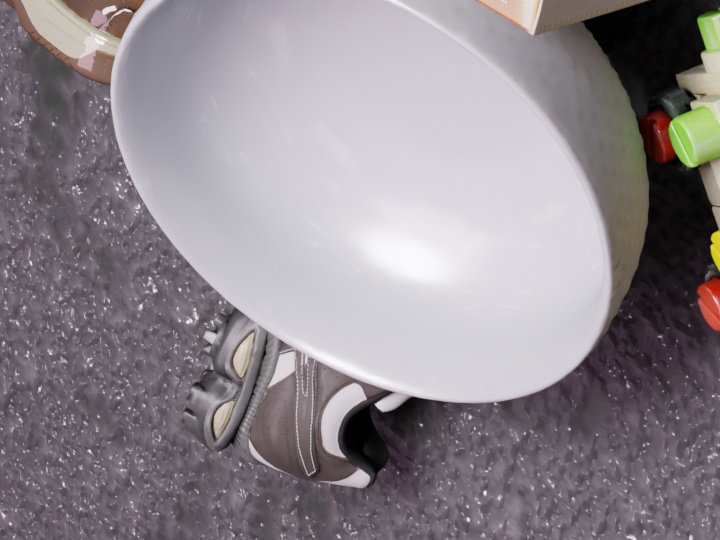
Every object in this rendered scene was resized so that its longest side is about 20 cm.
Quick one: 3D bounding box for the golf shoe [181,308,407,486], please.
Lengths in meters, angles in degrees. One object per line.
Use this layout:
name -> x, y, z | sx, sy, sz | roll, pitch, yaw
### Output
golf shoe -> 0.000, 0.000, 1.064 | 0.094, 0.078, 0.201 | 26, 124, 10

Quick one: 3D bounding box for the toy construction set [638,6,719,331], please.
toy construction set -> 0.157, -0.020, 0.858 | 0.131, 0.092, 0.201 | -169, 72, -73

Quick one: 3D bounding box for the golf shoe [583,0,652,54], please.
golf shoe -> 0.023, -0.133, 0.990 | 0.199, 0.094, 0.078 | 27, 89, 14

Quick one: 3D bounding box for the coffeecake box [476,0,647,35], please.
coffeecake box -> 0.045, -0.165, 0.876 | 0.200, 0.153, 0.073 | 35, 128, 35

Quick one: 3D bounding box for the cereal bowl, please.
cereal bowl -> 0.016, -0.051, 0.926 | 0.199, 0.083, 0.200 | 22, 143, 18

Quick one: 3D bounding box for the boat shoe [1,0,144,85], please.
boat shoe -> -0.142, -0.157, 1.170 | 0.202, 0.075, 0.075 | 37, 111, 31
